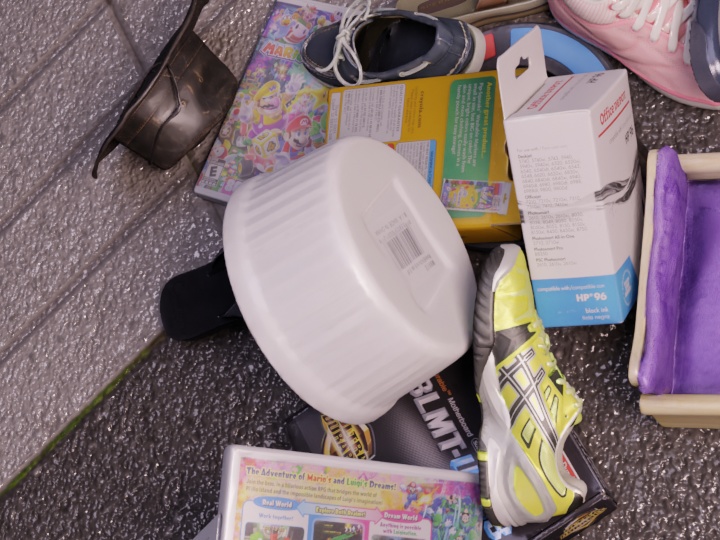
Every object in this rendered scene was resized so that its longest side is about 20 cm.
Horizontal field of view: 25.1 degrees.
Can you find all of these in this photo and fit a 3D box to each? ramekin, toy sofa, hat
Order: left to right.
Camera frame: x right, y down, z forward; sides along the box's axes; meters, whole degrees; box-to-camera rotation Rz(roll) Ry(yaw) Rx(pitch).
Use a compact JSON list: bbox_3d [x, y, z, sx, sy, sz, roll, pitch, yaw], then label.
[{"bbox_3d":[-0.159,-0.150,1.430,0.080,0.201,0.202,31,84,-8],"label":"hat"},{"bbox_3d":[0.000,0.000,1.178,0.097,0.200,0.202,-30,60,27],"label":"ramekin"},{"bbox_3d":[0.254,0.011,1.178,0.082,0.098,0.202,-1,69,25],"label":"toy sofa"}]

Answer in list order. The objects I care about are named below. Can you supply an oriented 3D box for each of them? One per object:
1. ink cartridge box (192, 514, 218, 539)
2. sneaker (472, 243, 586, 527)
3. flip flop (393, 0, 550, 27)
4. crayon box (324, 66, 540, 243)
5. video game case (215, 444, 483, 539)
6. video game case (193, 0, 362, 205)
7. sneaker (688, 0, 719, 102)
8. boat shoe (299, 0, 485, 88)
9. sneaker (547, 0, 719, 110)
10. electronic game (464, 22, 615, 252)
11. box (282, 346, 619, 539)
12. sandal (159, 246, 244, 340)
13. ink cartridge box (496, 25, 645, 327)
[{"bbox_3d":[-0.105,0.267,1.211,0.200,0.083,0.145,-45,18,3],"label":"ink cartridge box"},{"bbox_3d":[0.121,0.081,1.162,0.076,0.075,0.203,-4,93,12],"label":"sneaker"},{"bbox_3d":[0.115,-0.252,1.357,0.198,0.058,0.082,-17,44,17],"label":"flip flop"},{"bbox_3d":[0.062,-0.087,1.287,0.198,0.051,0.127,-2,77,35],"label":"crayon box"},{"bbox_3d":[-0.009,0.224,1.131,0.024,0.198,0.184,160,117,-66],"label":"video game case"},{"bbox_3d":[-0.050,-0.141,1.424,0.142,0.018,0.202,17,77,30],"label":"video game case"},{"bbox_3d":[0.306,-0.216,1.198,0.082,0.070,0.202,-2,59,49],"label":"sneaker"},{"bbox_3d":[0.013,-0.184,1.343,0.199,0.062,0.076,15,88,46],"label":"boat shoe"},{"bbox_3d":[0.231,-0.193,1.247,0.199,0.105,0.076,29,83,15],"label":"sneaker"},{"bbox_3d":[0.122,-0.110,1.318,0.198,0.042,0.202,-9,67,22],"label":"electronic game"},{"bbox_3d":[0.065,0.148,1.240,0.198,0.050,0.201,-34,61,10],"label":"box"},{"bbox_3d":[-0.100,0.008,1.336,0.199,0.043,0.077,-32,67,34],"label":"sandal"},{"bbox_3d":[0.160,-0.074,1.185,0.067,0.116,0.202,-4,109,24],"label":"ink cartridge box"}]
